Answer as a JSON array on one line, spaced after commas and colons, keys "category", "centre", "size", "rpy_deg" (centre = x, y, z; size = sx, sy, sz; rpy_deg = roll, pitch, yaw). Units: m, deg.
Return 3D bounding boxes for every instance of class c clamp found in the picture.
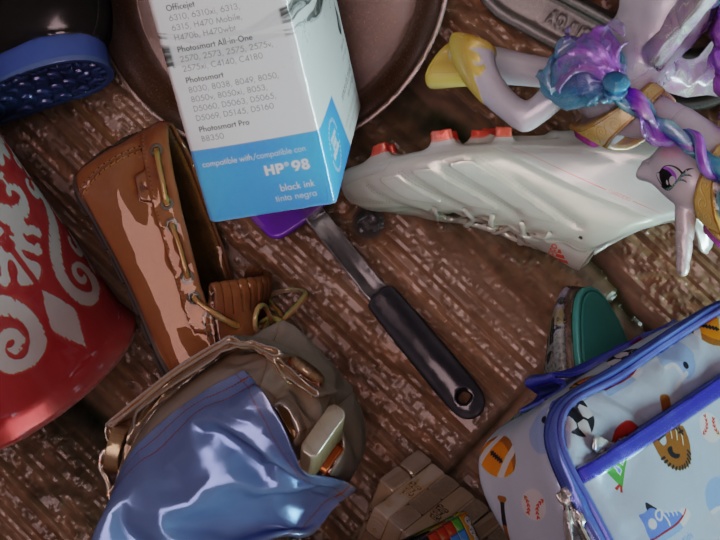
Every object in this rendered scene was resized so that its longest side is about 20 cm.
[{"category": "c clamp", "centre": [0.144, -0.187, 0.986], "size": [0.200, 0.027, 0.171], "rpy_deg": [36, 96, 9]}]

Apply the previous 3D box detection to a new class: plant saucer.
[{"category": "plant saucer", "centre": [-0.047, -0.161, 1.017], "size": [0.199, 0.032, 0.202], "rpy_deg": [0, 89, 12]}]

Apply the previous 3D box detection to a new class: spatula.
[{"category": "spatula", "centre": [0.000, 0.000, 1.015], "size": [0.056, 0.021, 0.200], "rpy_deg": [-40, 85, -3]}]

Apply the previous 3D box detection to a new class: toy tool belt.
[{"category": "toy tool belt", "centre": [-0.080, 0.123, 0.920], "size": [0.125, 0.123, 0.200], "rpy_deg": [43, 97, -11]}]

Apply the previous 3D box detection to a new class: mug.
[{"category": "mug", "centre": [-0.239, -0.012, 0.971], "size": [0.177, 0.134, 0.201], "rpy_deg": [-20, 113, 23]}]

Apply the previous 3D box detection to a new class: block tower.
[{"category": "block tower", "centre": [0.082, 0.181, 0.957], "size": [0.200, 0.054, 0.058], "rpy_deg": [37, 132, 21]}]

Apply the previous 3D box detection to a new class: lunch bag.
[{"category": "lunch bag", "centre": [0.152, 0.104, 0.905], "size": [0.075, 0.199, 0.161], "rpy_deg": [-30, 86, 47]}]

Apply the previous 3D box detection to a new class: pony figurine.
[{"category": "pony figurine", "centre": [0.147, -0.118, 0.907], "size": [0.200, 0.166, 0.194], "rpy_deg": [36, 90, 29]}]

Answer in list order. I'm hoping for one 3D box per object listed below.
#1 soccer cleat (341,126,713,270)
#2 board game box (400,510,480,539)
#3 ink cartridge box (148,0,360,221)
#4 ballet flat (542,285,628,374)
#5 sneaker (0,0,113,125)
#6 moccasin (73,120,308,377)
[{"category": "soccer cleat", "centre": [0.088, -0.037, 0.978], "size": [0.198, 0.069, 0.078], "rpy_deg": [-4, 92, 7]}, {"category": "board game box", "centre": [0.008, 0.234, 0.952], "size": [0.200, 0.057, 0.166], "rpy_deg": [-32, 82, 40]}, {"category": "ink cartridge box", "centre": [-0.056, -0.140, 0.902], "size": [0.066, 0.116, 0.201], "rpy_deg": [-8, 118, 11]}, {"category": "ballet flat", "centre": [0.124, 0.110, 0.975], "size": [0.072, 0.072, 0.201], "rpy_deg": [-22, 85, 10]}, {"category": "sneaker", "centre": [-0.219, -0.121, 1.029], "size": [0.199, 0.070, 0.078], "rpy_deg": [-12, 72, 23]}, {"category": "moccasin", "centre": [-0.074, 0.017, 1.004], "size": [0.077, 0.074, 0.202], "rpy_deg": [-28, 85, 13]}]
